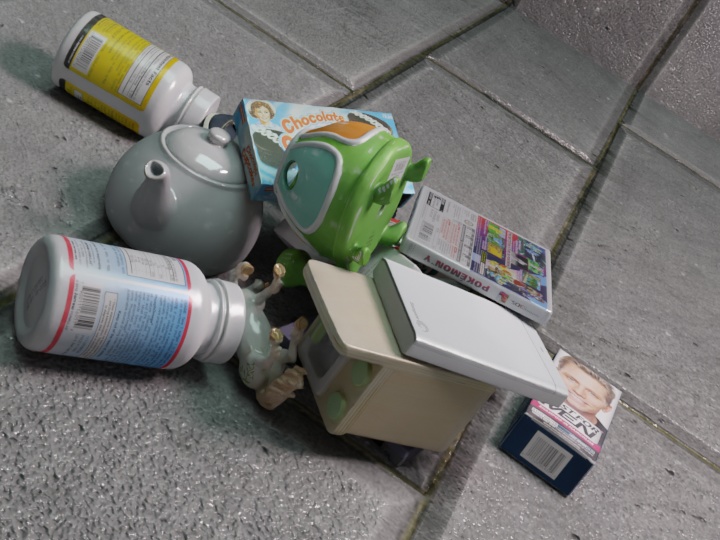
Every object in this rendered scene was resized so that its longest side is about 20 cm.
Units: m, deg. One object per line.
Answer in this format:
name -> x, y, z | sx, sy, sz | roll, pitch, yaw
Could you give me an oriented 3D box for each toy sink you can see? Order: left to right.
toy sink -> 0.014, 0.092, 1.099 | 0.199, 0.112, 0.131 | 17, 31, -35

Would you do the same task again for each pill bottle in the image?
pill bottle -> -0.215, 0.035, 1.027 | 0.199, 0.109, 0.109 | 13, 33, -33
pill bottle -> -0.288, -0.241, 1.405 | 0.200, 0.111, 0.111 | 31, 27, -3

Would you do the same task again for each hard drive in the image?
hard drive -> 0.113, 0.064, 1.109 | 0.199, 0.027, 0.132 | 21, 29, -29

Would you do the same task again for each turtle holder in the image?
turtle holder -> -0.021, -0.072, 1.146 | 0.131, 0.186, 0.141 | 28, 47, 13

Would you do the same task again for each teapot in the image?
teapot -> -0.186, -0.101, 1.242 | 0.197, 0.146, 0.200 | 14, 31, -30

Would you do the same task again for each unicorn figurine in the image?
unicorn figurine -> -0.107, 0.053, 1.115 | 0.074, 0.137, 0.201 | 10, 53, -20

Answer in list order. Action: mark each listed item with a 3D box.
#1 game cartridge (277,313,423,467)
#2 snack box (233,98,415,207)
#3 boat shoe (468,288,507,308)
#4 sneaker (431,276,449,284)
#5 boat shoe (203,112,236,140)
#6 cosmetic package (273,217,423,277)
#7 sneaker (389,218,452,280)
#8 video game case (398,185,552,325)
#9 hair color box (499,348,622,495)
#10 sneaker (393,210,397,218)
game cartridge -> 0.007, 0.121, 1.198 | 0.200, 0.038, 0.129 | 41, 33, 18
snack box -> -0.041, -0.134, 1.248 | 0.199, 0.037, 0.117 | 1, 61, -30
boat shoe -> 0.163, 0.038, 1.294 | 0.063, 0.073, 0.200 | 28, 33, 10
sneaker -> 0.106, 0.083, 1.330 | 0.112, 0.078, 0.200 | -10, 37, -46
boat shoe -> -0.160, -0.172, 1.432 | 0.062, 0.075, 0.200 | 0, 7, 8
cosmetic package -> 0.000, 0.000, 1.254 | 0.200, 0.081, 0.113 | 39, -8, 43
sneaker -> 0.074, -0.020, 1.407 | 0.199, 0.071, 0.093 | 14, 23, 30
video game case -> 0.139, -0.022, 1.260 | 0.182, 0.023, 0.200 | 27, 22, -2
hair color box -> 0.247, 0.179, 1.315 | 0.100, 0.061, 0.200 | 36, 27, 7
sneaker -> -0.007, -0.120, 1.464 | 0.078, 0.066, 0.200 | 38, -11, 24
